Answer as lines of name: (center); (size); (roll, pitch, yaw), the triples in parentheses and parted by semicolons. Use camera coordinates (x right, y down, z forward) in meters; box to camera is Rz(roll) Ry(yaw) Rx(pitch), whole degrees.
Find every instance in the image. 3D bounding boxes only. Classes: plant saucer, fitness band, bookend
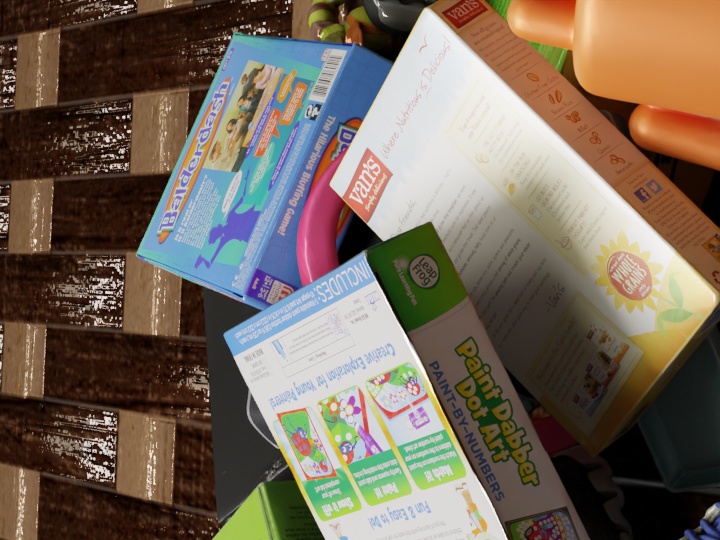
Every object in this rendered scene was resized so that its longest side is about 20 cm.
plant saucer: (0.142, 0.015, 1.175); (0.070, 0.019, 0.201); (-14, 105, 49)
fitness band: (0.060, 0.009, 1.260); (0.144, 0.200, 0.037); (-48, 1, -12)
bookend: (-0.001, 0.036, 1.441); (0.199, 0.092, 0.201); (-42, 41, 36)

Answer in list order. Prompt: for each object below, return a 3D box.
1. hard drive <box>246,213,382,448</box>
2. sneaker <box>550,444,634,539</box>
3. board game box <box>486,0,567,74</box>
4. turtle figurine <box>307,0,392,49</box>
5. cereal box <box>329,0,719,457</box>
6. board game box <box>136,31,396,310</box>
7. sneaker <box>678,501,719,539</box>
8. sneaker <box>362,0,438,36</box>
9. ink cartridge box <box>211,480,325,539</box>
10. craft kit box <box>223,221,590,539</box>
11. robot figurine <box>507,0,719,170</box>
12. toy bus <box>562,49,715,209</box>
hard drive: (0.000, 0.000, 1.333); (0.135, 0.042, 0.201); (-5, 66, 55)
sneaker: (0.117, 0.168, 1.226); (0.200, 0.090, 0.067); (59, 136, 44)
board game box: (0.108, -0.139, 1.311); (0.102, 0.047, 0.201); (54, 132, 48)
turtle figurine: (-0.014, -0.102, 1.499); (0.200, 0.064, 0.162); (60, 136, 43)
cereal box: (0.084, -0.023, 1.164); (0.200, 0.039, 0.144); (47, 140, 13)
board game box: (-0.053, -0.057, 1.366); (0.153, 0.045, 0.200); (-66, 24, -2)
sneaker: (0.180, 0.134, 1.096); (0.081, 0.115, 0.201); (37, 119, 53)
sneaker: (0.035, -0.181, 1.387); (0.201, 0.070, 0.090); (-82, 2, -48)
ink cartridge box: (-0.028, 0.203, 1.416); (0.200, 0.147, 0.076); (-52, 46, 45)
craft kit box: (0.023, 0.092, 1.169); (0.198, 0.048, 0.200); (66, 155, 2)
robot figurine: (0.170, -0.128, 1.087); (0.117, 0.199, 0.145); (60, -137, -73)
toy bus: (0.151, -0.124, 1.202); (0.065, 0.078, 0.201); (34, 119, 55)
